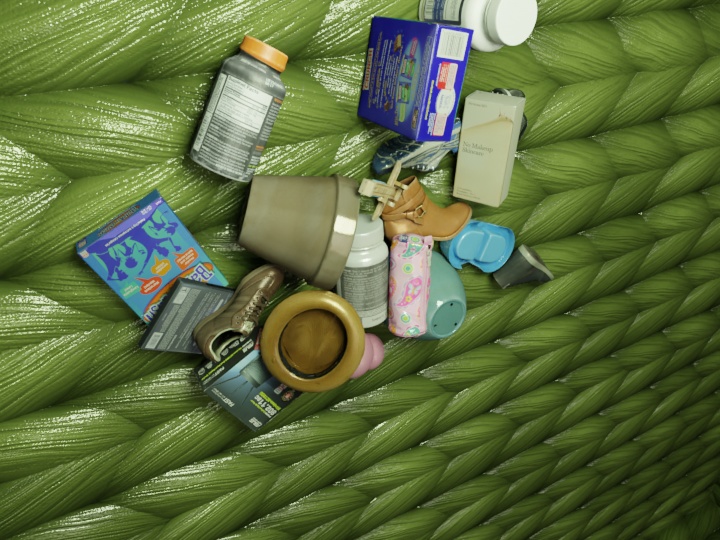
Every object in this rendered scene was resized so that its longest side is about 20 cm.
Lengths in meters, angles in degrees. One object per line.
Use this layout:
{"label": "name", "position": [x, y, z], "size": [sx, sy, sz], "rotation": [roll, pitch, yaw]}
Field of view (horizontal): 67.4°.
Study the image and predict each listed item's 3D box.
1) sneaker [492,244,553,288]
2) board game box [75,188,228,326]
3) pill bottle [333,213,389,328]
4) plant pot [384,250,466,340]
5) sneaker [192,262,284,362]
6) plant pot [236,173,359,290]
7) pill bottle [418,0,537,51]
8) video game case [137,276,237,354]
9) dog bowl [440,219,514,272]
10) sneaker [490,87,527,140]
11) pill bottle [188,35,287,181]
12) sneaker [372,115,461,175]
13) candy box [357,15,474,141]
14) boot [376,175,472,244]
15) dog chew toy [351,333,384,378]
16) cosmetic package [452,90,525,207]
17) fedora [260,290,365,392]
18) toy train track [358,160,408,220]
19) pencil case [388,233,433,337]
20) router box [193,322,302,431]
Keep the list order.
{"label": "sneaker", "position": [0.398, 0.004, 1.330], "size": [0.106, 0.075, 0.199], "rotation": [-40, 144, 21]}
{"label": "board game box", "position": [-0.337, -0.009, 0.896], "size": [0.152, 0.045, 0.201], "rotation": [-37, 129, -9]}
{"label": "pill bottle", "position": [0.000, 0.000, 1.057], "size": [0.113, 0.114, 0.202], "rotation": [-16, 122, -23]}
{"label": "plant pot", "position": [0.152, 0.072, 1.171], "size": [0.198, 0.135, 0.202], "rotation": [-13, 120, -24]}
{"label": "sneaker", "position": [-0.199, 0.077, 0.942], "size": [0.200, 0.076, 0.070], "rotation": [-44, 145, -1]}
{"label": "plant pot", "position": [-0.114, -0.081, 0.917], "size": [0.172, 0.200, 0.202], "rotation": [13, 108, -18]}
{"label": "pill bottle", "position": [0.193, -0.425, 0.895], "size": [0.110, 0.200, 0.112], "rotation": [-14, 121, -24]}
{"label": "video game case", "position": [-0.272, 0.089, 0.961], "size": [0.199, 0.019, 0.143], "rotation": [17, 112, -53]}
{"label": "dog bowl", "position": [0.260, -0.061, 1.212], "size": [0.198, 0.050, 0.113], "rotation": [5, 114, -37]}
{"label": "sneaker", "position": [0.307, -0.281, 1.122], "size": [0.090, 0.066, 0.202], "rotation": [-22, 127, -28]}
{"label": "pill bottle", "position": [-0.180, -0.248, 0.828], "size": [0.105, 0.106, 0.202], "rotation": [17, 105, -35]}
{"label": "sneaker", "position": [0.116, -0.221, 1.037], "size": [0.199, 0.077, 0.086], "rotation": [-29, 130, -14]}
{"label": "candy box", "position": [0.081, -0.318, 0.885], "size": [0.076, 0.200, 0.171], "rotation": [-5, 118, -30]}
{"label": "boot", "position": [0.133, -0.127, 1.098], "size": [0.199, 0.074, 0.156], "rotation": [-34, 123, -14]}
{"label": "dog chew toy", "position": [-0.031, 0.172, 1.130], "size": [0.198, 0.124, 0.126], "rotation": [4, 113, -41]}
{"label": "cosmetic package", "position": [0.251, -0.240, 1.067], "size": [0.073, 0.103, 0.202], "rotation": [-43, 142, -48]}
{"label": "fedora", "position": [-0.085, 0.122, 0.991], "size": [0.198, 0.082, 0.203], "rotation": [0, 107, 1]}
{"label": "toy train track", "position": [0.045, -0.135, 0.935], "size": [0.116, 0.032, 0.200], "rotation": [-66, 164, 12]}
{"label": "pencil case", "position": [0.098, 0.026, 1.052], "size": [0.087, 0.087, 0.203], "rotation": [-4, 105, -28]}
{"label": "router box", "position": [-0.206, 0.212, 1.061], "size": [0.149, 0.062, 0.201], "rotation": [-38, 136, -7]}
